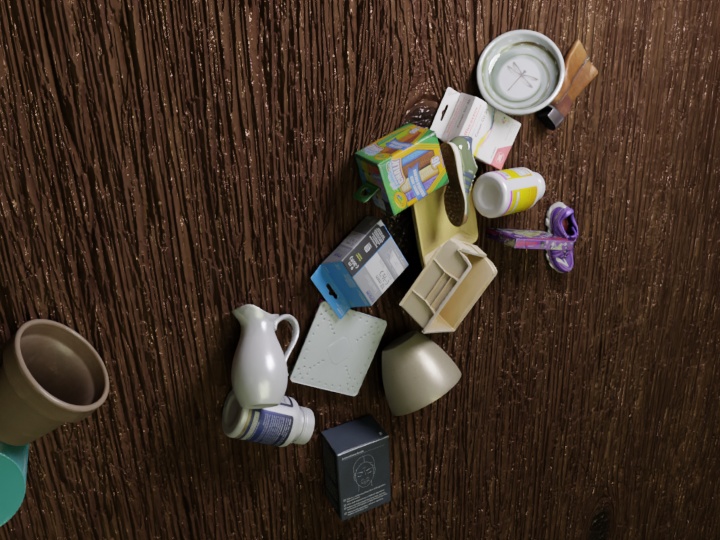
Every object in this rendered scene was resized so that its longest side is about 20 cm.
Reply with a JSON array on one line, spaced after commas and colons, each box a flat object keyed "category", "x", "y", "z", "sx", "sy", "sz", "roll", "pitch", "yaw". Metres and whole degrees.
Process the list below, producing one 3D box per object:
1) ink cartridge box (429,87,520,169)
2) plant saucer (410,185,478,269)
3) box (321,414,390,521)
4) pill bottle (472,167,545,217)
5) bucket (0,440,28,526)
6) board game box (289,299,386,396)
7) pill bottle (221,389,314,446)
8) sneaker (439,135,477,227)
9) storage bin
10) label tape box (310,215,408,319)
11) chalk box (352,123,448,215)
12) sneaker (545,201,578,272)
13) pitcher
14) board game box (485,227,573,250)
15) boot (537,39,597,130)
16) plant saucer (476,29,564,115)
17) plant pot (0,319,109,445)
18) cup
[{"category": "ink cartridge box", "x": 0.265, "y": -0.327, "z": 1.563, "sx": 0.196, "sy": 0.067, "sz": 0.119, "roll": 18, "pitch": 100, "yaw": -33}, {"category": "plant saucer", "x": 0.190, "y": -0.124, "z": 1.591, "sx": 0.198, "sy": 0.048, "sz": 0.205, "roll": -32, "pitch": 124, "yaw": -31}, {"category": "box", "x": -0.011, "y": 0.494, "z": 1.703, "sx": 0.144, "sy": 0.107, "sz": 0.206, "roll": -13, "pitch": 115, "yaw": -23}, {"category": "pill bottle", "x": 0.365, "y": -0.192, "z": 1.635, "sx": 0.197, "sy": 0.103, "sz": 0.108, "roll": -14, "pitch": 117, "yaw": -42}, {"category": "bucket", "x": -0.714, "y": 0.373, "z": 1.246, "sx": 0.202, "sy": 0.134, "sz": 0.214, "roll": -11, "pitch": 113, "yaw": -26}, {"category": "board game box", "x": -0.054, "y": 0.186, "z": 1.609, "sx": 0.196, "sy": 0.026, "sz": 0.205, "roll": 19, "pitch": 99, "yaw": -33}, {"category": "pill bottle", "x": -0.205, "y": 0.335, "z": 1.531, "sx": 0.196, "sy": 0.111, "sz": 0.114, "roll": 21, "pitch": 99, "yaw": -33}, {"category": "sneaker", "x": 0.233, "y": -0.206, "z": 1.522, "sx": 0.089, "sy": 0.066, "sz": 0.205, "roll": -32, "pitch": 125, "yaw": -31}, {"category": "storage bin", "x": 0.212, "y": 0.037, "z": 1.588, "sx": 0.201, "sy": 0.094, "sz": 0.198, "roll": -55, "pitch": 155, "yaw": 15}, {"category": "label tape box", "x": 0.000, "y": 0.000, "z": 1.528, "sx": 0.201, "sy": 0.065, "sz": 0.145, "roll": -47, "pitch": 124, "yaw": -18}, {"category": "chalk box", "x": 0.070, "y": -0.212, "z": 1.465, "sx": 0.197, "sy": 0.124, "sz": 0.127, "roll": -31, "pitch": 121, "yaw": -17}, {"category": "sneaker", "x": 0.543, "y": -0.079, "z": 1.806, "sx": 0.079, "sy": 0.083, "sz": 0.205, "roll": -25, "pitch": 120, "yaw": -17}, {"category": "pitcher", "x": -0.197, "y": 0.187, "z": 1.450, "sx": 0.168, "sy": 0.120, "sz": 0.207, "roll": 8, "pitch": 69, "yaw": -38}, {"category": "board game box", "x": 0.430, "y": -0.080, "z": 1.721, "sx": 0.195, "sy": 0.120, "sz": 0.033, "roll": 1, "pitch": 110, "yaw": -30}, {"category": "boot", "x": 0.479, "y": -0.477, "z": 1.629, "sx": 0.188, "sy": 0.068, "sz": 0.202, "roll": 42, "pitch": 81, "yaw": -23}, {"category": "plant saucer", "x": 0.360, "y": -0.440, "z": 1.534, "sx": 0.201, "sy": 0.199, "sz": 0.050, "roll": -49, "pitch": 164, "yaw": -3}, {"category": "plant pot", "x": -0.592, "y": 0.224, "z": 1.243, "sx": 0.174, "sy": 0.202, "sz": 0.199, "roll": -42, "pitch": 125, "yaw": 14}, {"category": "cup", "x": 0.127, "y": 0.236, "z": 1.650, "sx": 0.197, "sy": 0.200, "sz": 0.146, "roll": -31, "pitch": 94, "yaw": -14}]
